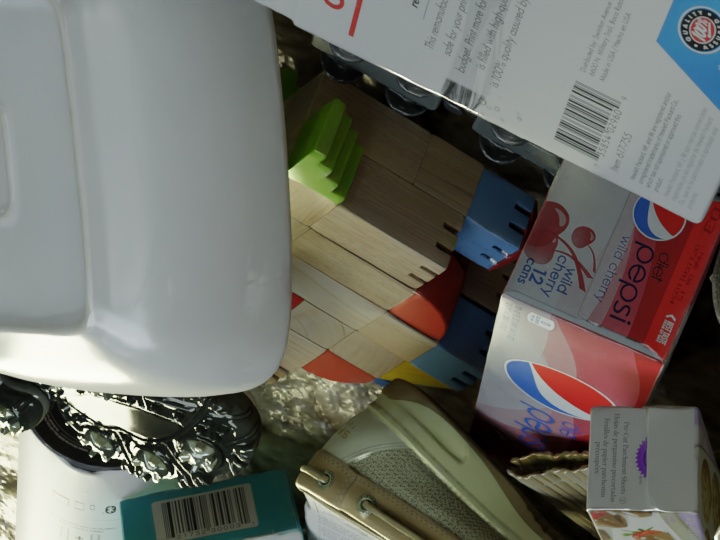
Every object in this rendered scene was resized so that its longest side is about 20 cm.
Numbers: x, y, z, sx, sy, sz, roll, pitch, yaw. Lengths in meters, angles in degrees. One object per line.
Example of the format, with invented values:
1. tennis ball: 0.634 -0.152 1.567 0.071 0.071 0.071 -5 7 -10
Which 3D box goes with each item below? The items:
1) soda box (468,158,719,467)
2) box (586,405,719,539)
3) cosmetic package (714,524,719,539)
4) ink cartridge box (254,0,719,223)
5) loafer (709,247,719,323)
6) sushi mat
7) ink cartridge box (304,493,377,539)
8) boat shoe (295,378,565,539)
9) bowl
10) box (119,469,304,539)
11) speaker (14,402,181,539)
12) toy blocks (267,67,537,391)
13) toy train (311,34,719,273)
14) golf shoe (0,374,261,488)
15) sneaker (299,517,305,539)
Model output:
1. soda box: 0.086 0.025 1.037 0.063 0.070 0.200 23 162 7
2. box: 0.115 0.098 1.014 0.039 0.042 0.200 1 159 13
3. cosmetic package: 0.196 0.009 0.881 0.090 0.200 0.107 30 147 5
4. ink cartridge box: 0.050 -0.113 0.912 0.200 0.068 0.116 27 144 6
5. loafer: 0.173 0.043 1.002 0.070 0.075 0.200 -6 148 35
6. sushi mat: 0.138 0.105 1.107 0.096 0.012 0.200 -2 159 25
7. ink cartridge box: 0.071 0.134 1.197 0.200 0.045 0.176 26 166 7
8. boat shoe: 0.061 0.132 1.068 0.201 0.063 0.073 47 175 10
9. bowl: -0.119 -0.047 1.054 0.200 0.075 0.200 5 104 45
10. box: -0.056 0.192 1.301 0.082 0.049 0.200 -11 124 -3
11. speaker: -0.129 0.118 1.343 0.081 0.081 0.200 24 144 10
12. toy blocks: 0.000 0.000 1.113 0.137 0.100 0.200 30 149 -16
13. toy train: 0.069 -0.059 1.023 0.200 0.046 0.034 27 163 1
14. golf shoe: -0.110 0.033 1.199 0.200 0.088 0.077 13 140 41
15. sneaker: -0.054 0.193 1.372 0.080 0.086 0.200 20 142 13
